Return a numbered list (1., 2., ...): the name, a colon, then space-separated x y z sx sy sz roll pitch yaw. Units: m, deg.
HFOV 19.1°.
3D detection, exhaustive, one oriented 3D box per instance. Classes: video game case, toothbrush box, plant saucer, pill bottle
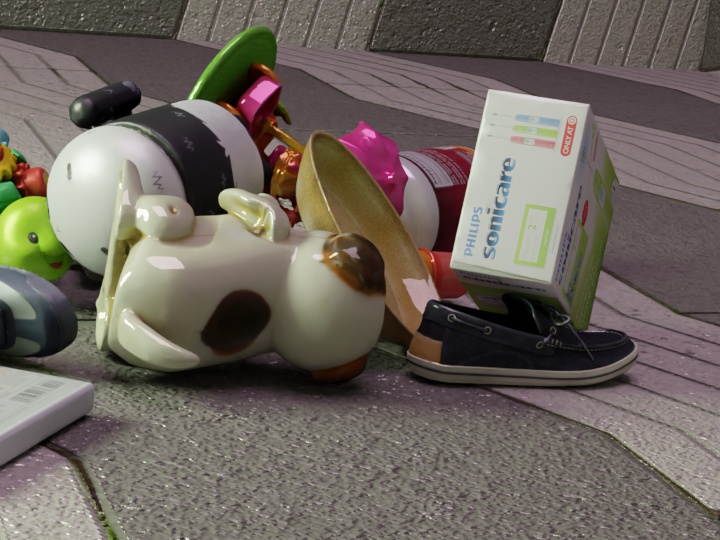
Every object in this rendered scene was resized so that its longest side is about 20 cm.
1. video game case: -0.284 0.085 1.315 0.182 0.023 0.200 10 13 13
2. toothbrush box: 0.141 -0.039 1.695 0.086 0.146 0.200 10 -13 17
3. plant saucer: 0.003 -0.015 1.674 0.035 0.200 0.200 -30 4 14
4. pill bottle: 0.043 -0.053 1.960 0.113 0.113 0.200 14 14 32

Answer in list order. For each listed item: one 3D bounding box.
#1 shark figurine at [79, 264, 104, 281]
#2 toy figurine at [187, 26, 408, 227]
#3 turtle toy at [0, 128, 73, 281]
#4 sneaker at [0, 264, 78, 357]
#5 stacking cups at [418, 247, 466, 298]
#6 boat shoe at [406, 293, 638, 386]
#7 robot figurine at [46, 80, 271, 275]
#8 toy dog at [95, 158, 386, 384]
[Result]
1. shark figurine: -0.253 -0.052 1.856 0.214 0.090 0.128 19 15 40
2. toy figurine: -0.048 -0.083 1.827 0.184 0.200 0.150 32 58 14
3. turtle toy: -0.301 -0.049 1.712 0.146 0.101 0.200 -15 47 -44
4. sneaker: -0.296 0.034 1.490 0.200 0.070 0.082 9 28 24
5. stacking cups: 0.000 0.000 1.817 0.200 0.061 0.060 2 12 -34
6. boat shoe: 0.128 0.051 1.624 0.200 0.062 0.075 2 10 -27
7. robot figurine: -0.157 -0.065 1.669 0.150 0.125 0.200 26 26 23
8. toy dog: -0.079 0.010 1.521 0.199 0.140 0.194 6 16 -12
